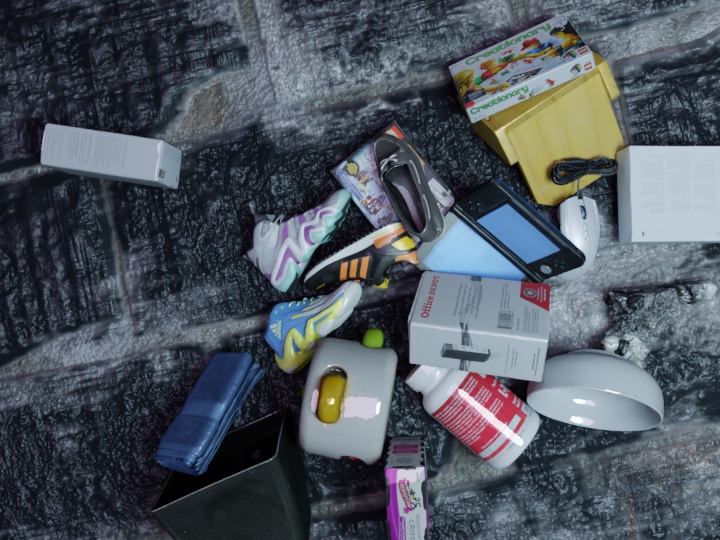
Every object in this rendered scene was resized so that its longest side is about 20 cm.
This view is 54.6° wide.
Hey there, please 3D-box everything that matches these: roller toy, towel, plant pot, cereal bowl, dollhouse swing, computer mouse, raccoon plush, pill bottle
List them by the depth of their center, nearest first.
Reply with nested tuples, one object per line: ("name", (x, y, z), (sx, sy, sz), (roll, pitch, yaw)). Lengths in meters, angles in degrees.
("cereal bowl", (0.356, 0.175, 1.059), (0.200, 0.200, 0.083), (14, 67, 4))
("roller toy", (-0.023, 0.200, 1.077), (0.139, 0.200, 0.183), (9, 122, 5))
("plant pot", (-0.174, 0.361, 1.089), (0.200, 0.200, 0.178), (-25, 100, 3))
("raccoon plush", (0.474, 0.094, 1.102), (0.200, 0.097, 0.134), (-5, 96, 3))
("pill bottle", (0.173, 0.208, 1.102), (0.200, 0.112, 0.112), (40, 91, 4))
("towel", (-0.239, 0.222, 1.103), (0.112, 0.049, 0.200), (-3, 49, 41))
("computer mouse", (0.353, -0.079, 1.111), (0.109, 0.044, 0.200), (-3, 101, -15))
("dollhouse swing", (0.304, -0.243, 1.148), (0.200, 0.176, 0.182), (-34, 45, 2))

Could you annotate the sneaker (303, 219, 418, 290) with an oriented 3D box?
("sneaker", (0.000, 0.000, 1.122), (0.200, 0.070, 0.090), (-31, 88, 21))

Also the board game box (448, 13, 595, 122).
("board game box", (0.248, -0.318, 1.094), (0.200, 0.035, 0.126), (-23, 46, 12))

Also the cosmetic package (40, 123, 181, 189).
("cosmetic package", (-0.410, -0.188, 1.158), (0.200, 0.102, 0.074), (7, 90, 3))

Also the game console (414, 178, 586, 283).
("game console", (0.212, -0.018, 1.089), (0.200, 0.171, 0.118), (38, 65, -10))

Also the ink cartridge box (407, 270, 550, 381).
("ink cartridge box", (0.181, 0.080, 1.062), (0.200, 0.144, 0.084), (7, 124, 12))

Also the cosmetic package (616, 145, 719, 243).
("cosmetic package", (0.513, -0.119, 1.110), (0.200, 0.052, 0.151), (0, 86, -5))

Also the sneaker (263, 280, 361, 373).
("sneaker", (-0.089, 0.071, 1.126), (0.105, 0.076, 0.200), (44, 108, 11))

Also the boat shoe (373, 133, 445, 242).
("boat shoe", (0.069, -0.134, 1.084), (0.067, 0.057, 0.200), (-35, 71, 26))

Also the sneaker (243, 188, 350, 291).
("sneaker", (-0.119, -0.079, 1.142), (0.140, 0.078, 0.200), (38, 97, 6))

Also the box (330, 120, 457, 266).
("box", (0.064, -0.126, 1.156), (0.137, 0.040, 0.200), (-39, 86, 1))

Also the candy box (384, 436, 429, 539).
("candy box", (0.072, 0.340, 1.060), (0.061, 0.200, 0.137), (-2, 89, 4))
